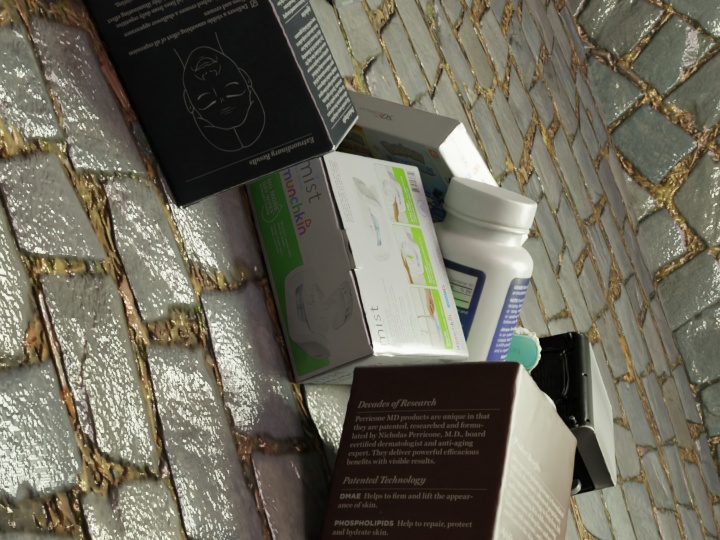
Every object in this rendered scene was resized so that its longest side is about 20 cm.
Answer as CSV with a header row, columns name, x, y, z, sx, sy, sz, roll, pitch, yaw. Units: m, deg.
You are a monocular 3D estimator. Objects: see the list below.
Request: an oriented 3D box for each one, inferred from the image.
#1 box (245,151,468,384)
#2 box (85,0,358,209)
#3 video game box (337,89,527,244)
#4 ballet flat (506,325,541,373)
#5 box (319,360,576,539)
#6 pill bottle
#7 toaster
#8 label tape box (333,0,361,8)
name,x,y,z,sx,sy,sz,roll,pitch,yaw
box,0.000,0.000,1.721,0.176,0.097,0.201,4,68,-57
box,-0.113,-0.179,1.536,0.107,0.148,0.200,-59,128,-67
video game box,0.062,-0.103,1.942,0.047,0.200,0.182,-49,131,-20
ballet flat,0.094,0.077,1.941,0.200,0.072,0.072,12,50,-22
box,0.080,0.205,1.608,0.166,0.164,0.200,51,42,-50
pill bottle,0.105,0.015,1.828,0.120,0.119,0.201,-14,123,-72
toaster,0.176,0.165,1.998,0.200,0.180,0.119,-85,155,-54
label tape box,-0.026,-0.394,2.070,0.200,0.066,0.144,51,22,-83
